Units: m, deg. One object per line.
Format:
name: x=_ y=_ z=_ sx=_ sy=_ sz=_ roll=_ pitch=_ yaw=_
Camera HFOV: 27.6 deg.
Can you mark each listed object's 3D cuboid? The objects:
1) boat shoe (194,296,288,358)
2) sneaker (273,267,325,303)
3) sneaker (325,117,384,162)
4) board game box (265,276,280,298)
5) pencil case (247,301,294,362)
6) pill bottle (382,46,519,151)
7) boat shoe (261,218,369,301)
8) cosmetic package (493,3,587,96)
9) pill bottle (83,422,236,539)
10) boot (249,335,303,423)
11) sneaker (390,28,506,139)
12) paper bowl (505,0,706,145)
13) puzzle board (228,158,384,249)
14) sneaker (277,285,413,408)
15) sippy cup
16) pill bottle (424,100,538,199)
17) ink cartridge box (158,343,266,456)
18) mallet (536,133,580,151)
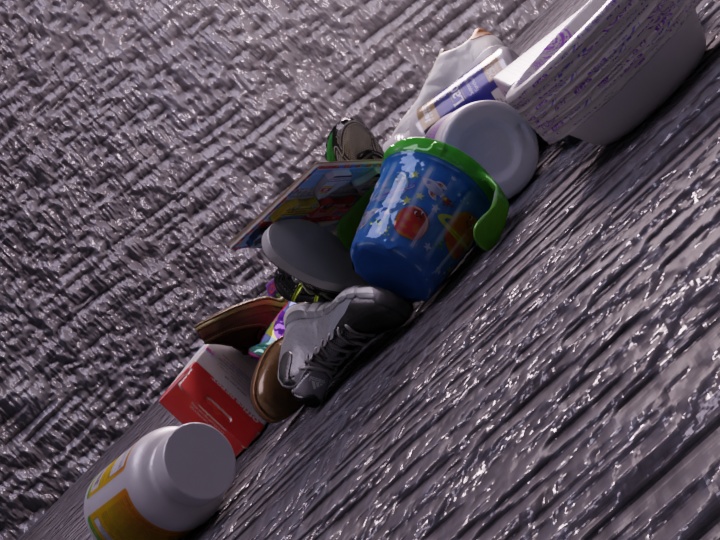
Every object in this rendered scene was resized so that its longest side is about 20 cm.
boat shoe: x=-0.124 y=0.073 z=1.809 sx=0.072 sy=0.068 sz=0.200 roll=-25 pitch=-10 yaw=31
sneaker: x=0.000 y=0.000 z=1.686 sx=0.199 sy=0.076 sz=0.076 roll=-12 pitch=-11 yaw=0
sneaker: x=0.030 y=-0.097 z=1.766 sx=0.078 sy=0.200 sz=0.085 roll=-36 pitch=11 yaw=-25
board game box: x=-0.051 y=0.028 z=1.887 sx=0.032 sy=0.120 sz=0.200 roll=-3 pitch=-24 yaw=-38
pencil case: x=-0.052 y=0.041 z=1.758 sx=0.200 sy=0.088 sz=0.088 roll=-58 pitch=6 yaw=-4
pill bottle: x=0.133 y=-0.175 z=1.816 sx=0.200 sy=0.116 sz=0.116 roll=-36 pitch=8 yaw=17
boat shoe: x=-0.031 y=0.005 z=1.572 sx=0.064 sy=0.200 sz=0.071 roll=-35 pitch=46 yaw=40
cosmetic package: x=0.248 y=-0.237 z=1.575 sx=0.200 sy=0.071 sz=0.101 roll=-38 pitch=13 yaw=4
pill bottle: x=-0.210 y=0.232 z=1.560 sx=0.111 sy=0.111 sz=0.200 roll=-50 pitch=7 yaw=-39
boot: x=-0.049 y=0.091 z=1.637 sx=0.075 sy=0.074 sz=0.200 roll=-24 pitch=18 yaw=48
sneaker: x=0.109 y=-0.230 z=1.903 sx=0.200 sy=0.073 sz=0.085 roll=-42 pitch=49 yaw=14
paper bowl: x=0.237 y=-0.195 z=1.353 sx=0.201 sy=0.104 sz=0.201 roll=-45 pitch=6 yaw=6
puzzle board: x=-0.031 y=-0.071 z=1.589 sx=0.151 sy=0.017 sz=0.200 roll=-40 pitch=-18 yaw=33
sneaker: x=-0.023 y=0.087 z=1.525 sx=0.200 sy=0.075 sz=0.116 roll=-18 pitch=50 yaw=55
sippy cup: x=0.058 y=-0.043 z=1.494 sx=0.131 sy=0.139 sz=0.178 roll=-58 pitch=3 yaw=-28
pill bottle: x=0.127 y=-0.129 z=1.657 sx=0.111 sy=0.111 sz=0.200 roll=-46 pitch=6 yaw=-4
ink cartridge box: x=-0.167 y=0.153 z=1.784 sx=0.067 sy=0.116 sz=0.200 roll=-44 pitch=5 yaw=24
mallet: x=0.206 y=-0.147 z=1.615 sx=0.066 sy=0.041 sz=0.200 roll=-43 pitch=9 yaw=10
